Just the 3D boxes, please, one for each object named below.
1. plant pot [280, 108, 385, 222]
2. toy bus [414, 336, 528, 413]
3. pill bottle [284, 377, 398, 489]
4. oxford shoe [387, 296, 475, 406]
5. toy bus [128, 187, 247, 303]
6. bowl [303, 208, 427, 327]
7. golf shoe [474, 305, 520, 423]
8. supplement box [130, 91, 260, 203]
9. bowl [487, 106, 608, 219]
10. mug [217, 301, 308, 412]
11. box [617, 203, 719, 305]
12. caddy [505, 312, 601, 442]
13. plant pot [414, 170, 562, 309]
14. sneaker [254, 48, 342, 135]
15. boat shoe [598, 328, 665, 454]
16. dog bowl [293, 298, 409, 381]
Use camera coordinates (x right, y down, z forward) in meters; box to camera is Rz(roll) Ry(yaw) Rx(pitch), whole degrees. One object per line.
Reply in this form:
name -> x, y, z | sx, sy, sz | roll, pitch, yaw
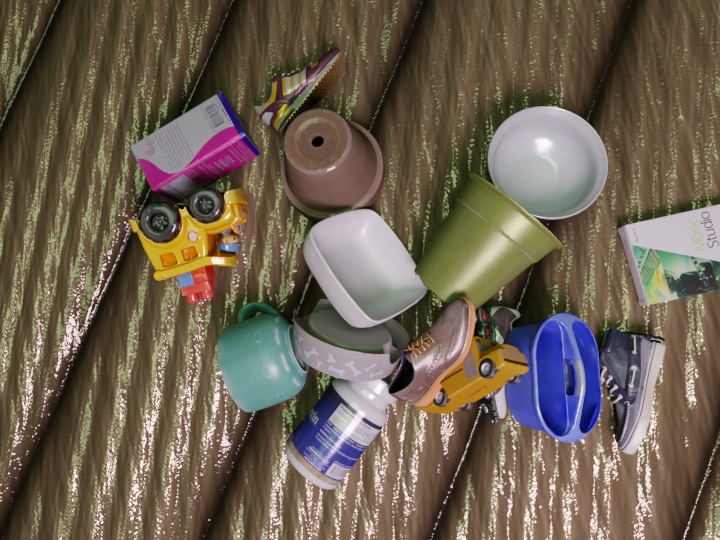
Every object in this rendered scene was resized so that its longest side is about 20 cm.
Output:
plant pot -> -0.062, -0.198, 0.890 | 0.200, 0.175, 0.201 | -1, 83, 8
toy bus -> 0.170, 0.170, 0.808 | 0.065, 0.200, 0.078 | 18, 46, -30
pill bottle -> -0.027, 0.256, 0.856 | 0.116, 0.116, 0.200 | 38, 88, 10
oxford shoe -> 0.112, 0.127, 0.787 | 0.073, 0.071, 0.200 | 18, 104, -30
toy bus -> -0.290, -0.045, 0.926 | 0.200, 0.136, 0.192 | -18, 94, 1
bowl -> 0.000, 0.000, 0.867 | 0.075, 0.200, 0.200 | -40, 79, 40
golf shoe -> 0.241, 0.159, 0.860 | 0.088, 0.077, 0.201 | -4, 83, -3
supplement box -> -0.311, -0.230, 0.958 | 0.200, 0.103, 0.101 | -30, 81, 1
bowl -> 0.314, -0.175, 0.881 | 0.200, 0.090, 0.202 | 0, 79, 1
mug -> -0.163, 0.137, 0.866 | 0.114, 0.152, 0.185 | -19, 84, 6
box -> 0.568, -0.030, 0.865 | 0.199, 0.036, 0.145 | -13, 81, 6
caddy -> 0.317, 0.169, 0.807 | 0.141, 0.105, 0.201 | 2, 82, -24
plant pot -> 0.194, -0.031, 0.845 | 0.200, 0.200, 0.190 | 42, 100, 10
sneaker -> -0.120, -0.362, 0.967 | 0.090, 0.075, 0.200 | 39, 87, 4
boat shoe -> 0.433, 0.194, 0.840 | 0.093, 0.075, 0.200 | 17, 77, 15
dog bowl -> -0.021, 0.115, 0.840 | 0.200, 0.200, 0.059 | 18, 107, 8
